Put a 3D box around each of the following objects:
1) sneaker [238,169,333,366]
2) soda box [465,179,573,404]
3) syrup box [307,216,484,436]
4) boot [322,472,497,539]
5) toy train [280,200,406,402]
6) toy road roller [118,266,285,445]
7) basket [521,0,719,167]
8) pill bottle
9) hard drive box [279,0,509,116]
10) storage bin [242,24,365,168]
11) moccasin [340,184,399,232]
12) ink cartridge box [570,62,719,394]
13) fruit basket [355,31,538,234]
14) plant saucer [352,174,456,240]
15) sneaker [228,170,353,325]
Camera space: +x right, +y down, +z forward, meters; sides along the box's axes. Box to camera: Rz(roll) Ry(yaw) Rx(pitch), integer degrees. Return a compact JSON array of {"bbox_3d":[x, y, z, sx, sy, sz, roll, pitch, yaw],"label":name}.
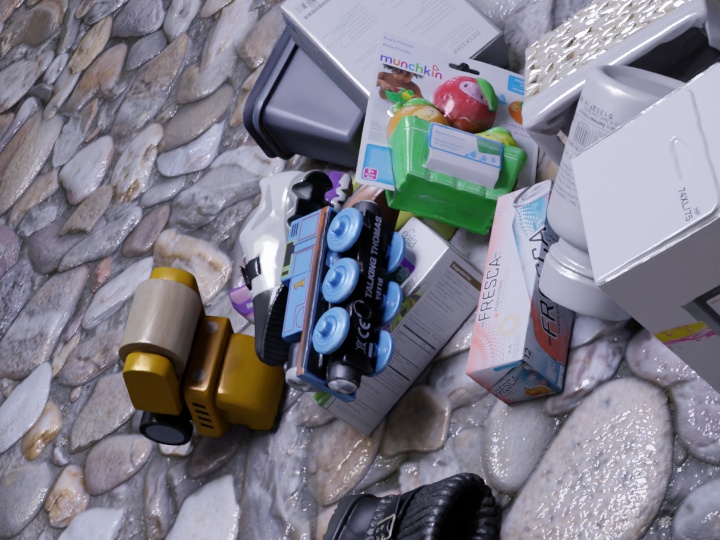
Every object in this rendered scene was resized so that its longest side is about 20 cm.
[{"bbox_3d":[-0.085,-0.003,1.624,0.088,0.074,0.201,5,80,39],"label":"sneaker"},{"bbox_3d":[0.155,0.019,1.478,0.068,0.064,0.200,-18,48,40],"label":"soda box"},{"bbox_3d":[0.029,0.054,1.577,0.200,0.081,0.079,-51,37,3],"label":"syrup box"},{"bbox_3d":[0.026,0.273,1.385,0.158,0.079,0.212,-13,49,43],"label":"boot"},{"bbox_3d":[-0.022,0.029,1.520,0.114,0.087,0.201,-22,51,43],"label":"toy train"},{"bbox_3d":[-0.159,0.097,1.676,0.145,0.200,0.123,5,58,10],"label":"toy road roller"},{"bbox_3d":[0.258,-0.181,1.475,0.200,0.136,0.124,-32,37,26],"label":"basket"},{"bbox_3d":[0.223,-0.066,1.377,0.114,0.114,0.201,46,126,56],"label":"pill bottle"},{"bbox_3d":[0.037,-0.253,1.738,0.156,0.077,0.200,-39,66,-7],"label":"hard drive box"},{"bbox_3d":[-0.018,-0.207,1.840,0.134,0.146,0.200,22,75,27],"label":"storage bin"},{"bbox_3d":[-0.001,0.000,1.637,0.078,0.074,0.202,36,106,39],"label":"moccasin"},{"bbox_3d":[0.285,-0.024,1.242,0.146,0.200,0.147,-32,38,27],"label":"ink cartridge box"},{"bbox_3d":[0.096,-0.144,1.603,0.094,0.185,0.201,123,161,-58],"label":"fruit basket"},{"bbox_3d":[0.036,-0.070,1.728,0.200,0.031,0.200,-30,39,29],"label":"plant saucer"},{"bbox_3d":[-0.075,-0.023,1.693,0.088,0.081,0.201,24,77,15],"label":"sneaker"}]
